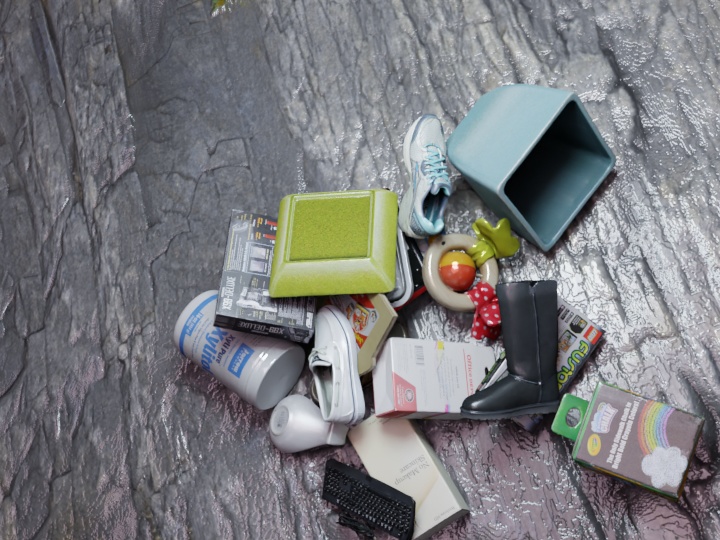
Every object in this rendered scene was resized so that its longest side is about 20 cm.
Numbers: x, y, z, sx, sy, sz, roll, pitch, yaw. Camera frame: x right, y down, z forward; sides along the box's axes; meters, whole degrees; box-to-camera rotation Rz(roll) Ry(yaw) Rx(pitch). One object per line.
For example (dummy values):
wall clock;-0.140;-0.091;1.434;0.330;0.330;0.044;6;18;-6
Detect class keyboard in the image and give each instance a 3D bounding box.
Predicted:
keyboard;0.002;0.372;1.442;0.200;0.040;0.104;14;105;47

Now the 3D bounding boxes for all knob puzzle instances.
knob puzzle;-0.017;0.088;1.495;0.220;0.030;0.220;-7;81;53

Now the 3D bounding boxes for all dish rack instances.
dish rack;0.000;0.000;1.556;0.200;0.044;0.172;-19;71;30

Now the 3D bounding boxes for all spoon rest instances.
spoon rest;-0.085;0.259;1.520;0.200;0.061;0.099;1;71;53

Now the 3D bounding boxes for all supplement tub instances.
supplement tub;-0.209;0.133;1.587;0.200;0.132;0.132;31;84;25

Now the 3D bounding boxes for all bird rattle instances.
bird rattle;0.177;0.012;1.507;0.163;0.113;0.200;8;81;-12

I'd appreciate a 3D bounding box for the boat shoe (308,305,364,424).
boat shoe;-0.046;0.143;1.447;0.074;0.067;0.200;-45;52;42

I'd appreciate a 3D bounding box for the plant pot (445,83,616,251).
plant pot;0.254;-0.188;1.513;0.196;0.196;0.200;-52;45;-3

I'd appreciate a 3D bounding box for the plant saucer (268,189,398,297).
plant saucer;-0.044;-0.056;1.464;0.200;0.048;0.200;-3;54;8

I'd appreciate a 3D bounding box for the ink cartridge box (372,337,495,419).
ink cartridge box;0.120;0.175;1.468;0.067;0.200;0.117;-32;56;55

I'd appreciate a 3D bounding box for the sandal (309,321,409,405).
sandal;-0.005;0.158;1.554;0.200;0.055;0.082;-31;66;6

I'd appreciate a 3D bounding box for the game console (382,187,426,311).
game console;0.022;-0.017;1.588;0.177;0.031;0.200;-35;65;24

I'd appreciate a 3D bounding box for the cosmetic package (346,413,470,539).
cosmetic package;0.075;0.320;1.467;0.104;0.073;0.200;-35;65;5

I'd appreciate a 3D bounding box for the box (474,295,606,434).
box;0.282;0.144;1.451;0.110;0.035;0.200;37;86;-6

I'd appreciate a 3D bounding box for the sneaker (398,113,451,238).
sneaker;0.117;-0.149;1.470;0.086;0.078;0.200;13;101;63

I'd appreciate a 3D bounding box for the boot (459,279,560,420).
boot;0.222;0.116;1.389;0.165;0.066;0.200;-4;97;-20

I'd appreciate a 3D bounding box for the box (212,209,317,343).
box;-0.147;0.008;1.503;0.158;0.050;0.200;10;60;-12

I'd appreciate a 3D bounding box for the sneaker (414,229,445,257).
sneaker;0.107;-0.030;1.581;0.087;0.075;0.200;-25;66;30

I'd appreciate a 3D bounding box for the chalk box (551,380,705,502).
chalk box;0.388;0.245;1.364;0.200;0.124;0.125;19;80;23
